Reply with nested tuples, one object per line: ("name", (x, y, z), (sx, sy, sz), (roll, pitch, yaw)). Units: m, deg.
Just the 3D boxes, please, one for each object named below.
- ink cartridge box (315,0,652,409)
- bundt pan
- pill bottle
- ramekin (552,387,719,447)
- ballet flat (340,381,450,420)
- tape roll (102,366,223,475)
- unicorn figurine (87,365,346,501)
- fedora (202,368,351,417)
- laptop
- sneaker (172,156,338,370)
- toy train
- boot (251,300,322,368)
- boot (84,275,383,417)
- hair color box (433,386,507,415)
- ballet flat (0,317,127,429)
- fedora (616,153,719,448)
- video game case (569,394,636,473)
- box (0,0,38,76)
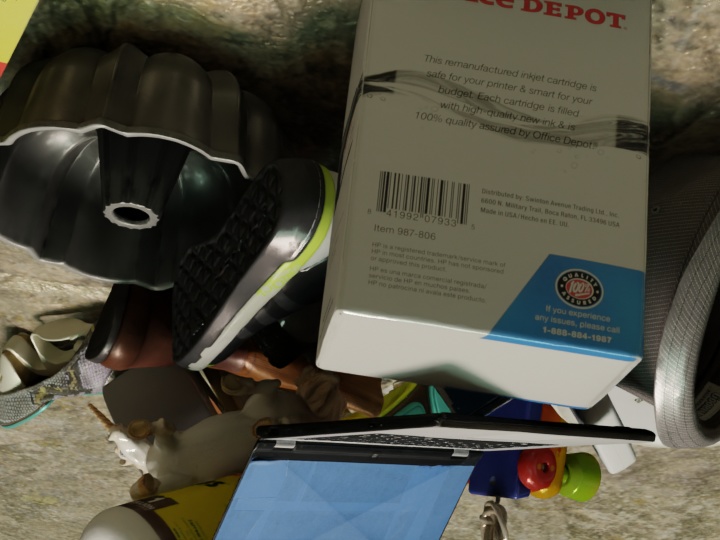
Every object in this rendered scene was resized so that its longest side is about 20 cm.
("ink cartridge box", (0.062, -0.047, 0.763), (0.143, 0.202, 0.084), (9, 157, -6))
("bundt pan", (-0.130, -0.065, 0.910), (0.200, 0.076, 0.202), (5, 155, 2))
("pill bottle", (-0.065, 0.177, 0.940), (0.199, 0.110, 0.109), (-9, 168, -39))
("ramekin", (0.210, 0.050, 1.049), (0.200, 0.095, 0.203), (5, 155, 3))
("ballet flat", (0.036, 0.109, 1.175), (0.067, 0.067, 0.199), (1, -164, 40))
("tape roll", (-0.112, 0.154, 1.154), (0.066, 0.201, 0.201), (-32, 151, -4))
("unicorn figurine", (-0.100, 0.108, 0.980), (0.198, 0.075, 0.137), (-5, 169, 9))
("fedora", (-0.052, 0.117, 1.210), (0.081, 0.201, 0.201), (-32, 151, -4))
("laptop", (0.029, 0.144, 0.840), (0.199, 0.117, 0.186), (-9, 168, 43))
("sneaker", (-0.044, 0.007, 0.869), (0.082, 0.072, 0.200), (11, 151, -26))
("toy train", (0.135, 0.155, 1.164), (0.115, 0.202, 0.084), (17, 167, -39))
("boot", (0.000, 0.000, 1.008), (0.131, 0.070, 0.200), (-38, -178, 9))
("boot", (-0.081, 0.065, 1.057), (0.199, 0.069, 0.188), (25, 180, -1))
("hair color box", (0.059, 0.034, 0.909), (0.060, 0.100, 0.200), (-33, 171, 3))
("ballet flat", (-0.252, 0.075, 1.257), (0.072, 0.073, 0.199), (28, 147, -37))
("fedora", (0.193, 0.001, 0.894), (0.090, 0.201, 0.177), (21, 171, 32))
("video game case", (0.096, 0.011, 0.915), (0.023, 0.183, 0.200), (-30, 148, 3))
("box", (-0.202, -0.131, 0.795), (0.050, 0.076, 0.200), (17, 151, -21))
